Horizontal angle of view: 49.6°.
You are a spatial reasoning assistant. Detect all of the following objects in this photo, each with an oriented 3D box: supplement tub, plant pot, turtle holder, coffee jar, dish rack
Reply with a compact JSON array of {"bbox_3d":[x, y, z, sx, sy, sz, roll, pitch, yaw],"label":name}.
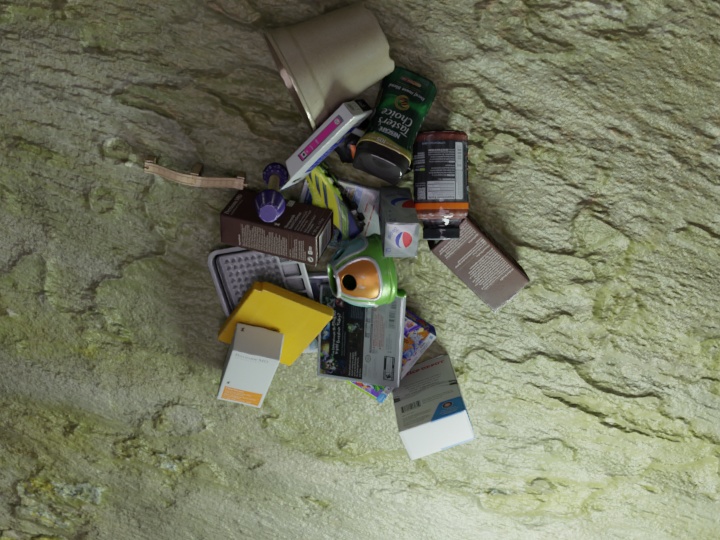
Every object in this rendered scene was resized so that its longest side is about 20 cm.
[{"bbox_3d":[0.152,-0.160,1.474,0.106,0.107,0.203,-1,94,-2],"label":"supplement tub"},{"bbox_3d":[-0.048,-0.371,1.368,0.182,0.201,0.202,-28,113,-2],"label":"plant pot"},{"bbox_3d":[0.001,-0.007,1.512,0.130,0.186,0.142,-13,130,-13],"label":"turtle holder"},{"bbox_3d":[0.060,-0.260,1.412,0.103,0.085,0.202,22,74,-6],"label":"coffee jar"},{"bbox_3d":[-0.198,0.016,1.590,0.198,0.044,0.173,-9,116,12],"label":"dish rack"}]

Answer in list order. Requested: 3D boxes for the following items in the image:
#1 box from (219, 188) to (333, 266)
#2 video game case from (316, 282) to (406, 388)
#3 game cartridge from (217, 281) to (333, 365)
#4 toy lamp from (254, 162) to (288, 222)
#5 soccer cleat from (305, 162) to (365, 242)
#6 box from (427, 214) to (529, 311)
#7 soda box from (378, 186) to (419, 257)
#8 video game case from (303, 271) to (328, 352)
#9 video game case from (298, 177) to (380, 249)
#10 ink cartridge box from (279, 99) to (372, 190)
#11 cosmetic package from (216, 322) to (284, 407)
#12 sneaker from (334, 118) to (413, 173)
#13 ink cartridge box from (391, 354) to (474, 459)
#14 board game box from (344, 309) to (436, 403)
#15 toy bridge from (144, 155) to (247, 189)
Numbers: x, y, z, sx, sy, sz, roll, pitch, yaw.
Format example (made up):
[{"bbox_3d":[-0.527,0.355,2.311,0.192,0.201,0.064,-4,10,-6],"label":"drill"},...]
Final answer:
[{"bbox_3d":[-0.159,-0.085,1.491,0.198,0.100,0.076,12,130,12],"label":"box"},{"bbox_3d":[0.000,0.133,1.606,0.180,0.023,0.202,6,104,14],"label":"video game case"},{"bbox_3d":[-0.176,0.109,1.598,0.175,0.033,0.200,23,133,-21],"label":"game cartridge"},{"bbox_3d":[-0.164,-0.143,1.445,0.057,0.200,0.059,-1,114,-2],"label":"toy lamp"},{"bbox_3d":[-0.069,-0.139,1.508,0.083,0.065,0.201,-31,113,14],"label":"soccer cleat"},{"bbox_3d":[0.239,-0.022,1.583,0.100,0.075,0.200,-42,108,15],"label":"box"},{"bbox_3d":[0.069,-0.094,1.459,0.063,0.200,0.069,1,114,-2],"label":"soda box"},{"bbox_3d":[-0.042,0.088,1.654,0.198,0.023,0.184,-4,115,-1],"label":"video game case"},{"bbox_3d":[-0.029,-0.108,1.568,0.198,0.018,0.144,14,114,-9],"label":"video game case"},{"bbox_3d":[-0.069,-0.223,1.384,0.037,0.095,0.200,48,115,2],"label":"ink cartridge box"},{"bbox_3d":[-0.232,0.201,1.627,0.100,0.072,0.201,14,139,-10],"label":"cosmetic package"},{"bbox_3d":[0.005,-0.232,1.494,0.199,0.070,0.090,31,124,-15],"label":"sneaker"},{"bbox_3d":[0.149,0.286,1.658,0.145,0.201,0.085,-20,117,7],"label":"ink cartridge box"},{"bbox_3d":[0.049,0.170,1.658,0.134,0.045,0.201,32,110,-15],"label":"board game box"},{"bbox_3d":[-0.315,-0.182,1.494,0.198,0.067,0.027,10,114,-7],"label":"toy bridge"}]
